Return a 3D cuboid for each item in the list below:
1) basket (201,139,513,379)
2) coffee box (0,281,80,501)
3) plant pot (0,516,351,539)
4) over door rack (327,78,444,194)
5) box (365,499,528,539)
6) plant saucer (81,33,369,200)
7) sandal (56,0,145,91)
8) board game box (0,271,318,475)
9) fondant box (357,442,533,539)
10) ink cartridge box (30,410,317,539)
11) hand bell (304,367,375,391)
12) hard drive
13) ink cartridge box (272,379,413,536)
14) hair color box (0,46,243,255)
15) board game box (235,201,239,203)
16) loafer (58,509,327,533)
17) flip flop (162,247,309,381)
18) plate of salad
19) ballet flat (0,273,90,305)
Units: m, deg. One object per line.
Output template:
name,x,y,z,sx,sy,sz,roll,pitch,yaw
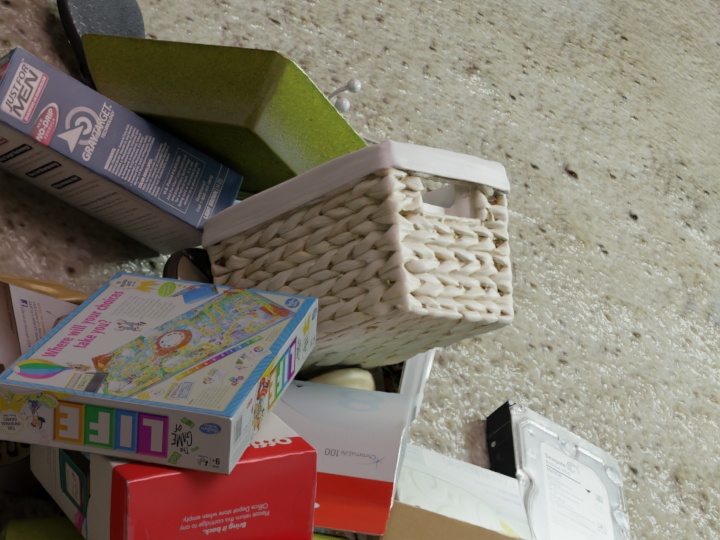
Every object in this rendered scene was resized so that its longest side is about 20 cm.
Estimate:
basket,0.000,0.000,1.207,0.135,0.200,0.124,7,70,-45
coffee box,-0.236,0.071,1.053,0.200,0.113,0.080,19,41,-35
plant pot,-0.126,0.221,0.986,0.200,0.187,0.187,18,39,-12
over door rack,-0.006,-0.113,1.512,0.200,0.067,0.148,31,24,-3
box,0.051,0.269,1.143,0.163,0.021,0.200,21,80,-34
plant saucer,-0.096,-0.102,1.280,0.200,0.200,0.048,44,62,-51
sandal,-0.211,-0.169,1.417,0.076,0.043,0.200,-6,69,-43
board game box,-0.112,0.053,0.974,0.134,0.034,0.200,8,19,10
fondant box,0.073,0.238,1.283,0.144,0.058,0.200,22,41,-34
ink cartridge box,-0.102,0.116,0.953,0.116,0.067,0.200,-7,22,-29
hand bell,0.010,0.180,1.210,0.104,0.104,0.200,4,47,-47
hard drive,0.176,0.218,1.442,0.140,0.038,0.200,31,35,-25
ink cartridge box,-0.052,0.114,1.100,0.160,0.047,0.200,8,9,4
hair color box,-0.200,-0.086,1.265,0.200,0.100,0.061,29,69,-26
board game box,-0.042,-0.014,1.451,0.200,0.026,0.200,6,50,-46
loafer,-0.110,0.164,1.115,0.200,0.073,0.072,13,66,-35
flip flop,-0.088,0.057,1.298,0.200,0.058,0.081,41,41,-40
plate of salad,0.039,0.045,1.352,0.048,0.200,0.200,14,34,6
ballet flat,-0.264,0.028,1.131,0.200,0.069,0.063,14,17,-44
